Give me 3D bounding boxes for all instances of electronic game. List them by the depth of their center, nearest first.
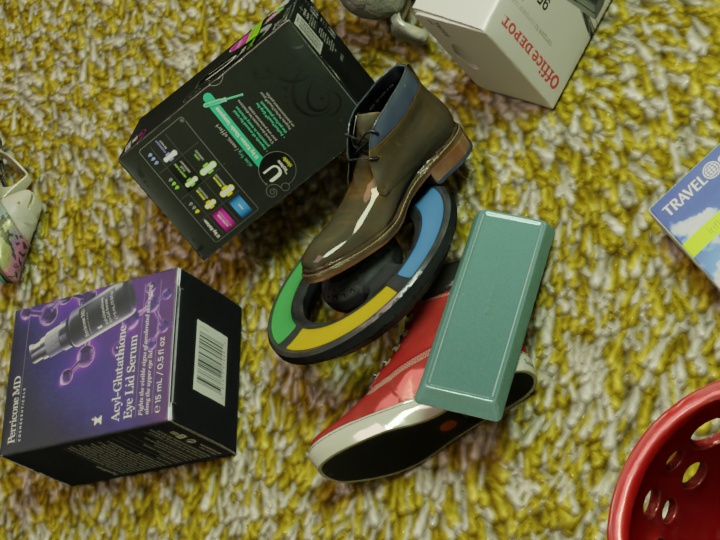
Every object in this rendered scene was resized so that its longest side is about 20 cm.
[{"bbox_3d":[0.000,0.000,1.340,0.199,0.042,0.201,-35,26,20],"label":"electronic game"}]

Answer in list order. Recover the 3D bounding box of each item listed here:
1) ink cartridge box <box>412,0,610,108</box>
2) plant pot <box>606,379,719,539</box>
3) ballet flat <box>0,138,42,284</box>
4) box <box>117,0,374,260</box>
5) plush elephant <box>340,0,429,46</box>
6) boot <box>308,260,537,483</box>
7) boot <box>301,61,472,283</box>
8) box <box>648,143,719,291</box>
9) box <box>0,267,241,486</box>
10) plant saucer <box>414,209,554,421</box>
[{"bbox_3d":[0.150,-0.261,1.344,0.084,0.144,0.201,24,83,38],"label":"ink cartridge box"},{"bbox_3d":[0.282,0.186,1.014,0.199,0.182,0.202,-15,60,28],"label":"plant pot"},{"bbox_3d":[-0.375,-0.075,1.662,0.071,0.069,0.201,-27,52,-4],"label":"ballet flat"},{"bbox_3d":[-0.097,-0.133,1.422,0.199,0.125,0.149,-37,14,14],"label":"box"},{"bbox_3d":[0.022,-0.300,1.444,0.200,0.164,0.156,-50,29,40],"label":"plush elephant"},{"bbox_3d":[0.034,0.077,1.308,0.199,0.072,0.145,-29,54,9],"label":"boot"},{"bbox_3d":[0.002,-0.083,1.317,0.200,0.097,0.074,-46,27,-26],"label":"boot"},{"bbox_3d":[0.310,-0.030,1.189,0.122,0.048,0.200,-43,52,9],"label":"box"},{"bbox_3d":[-0.216,0.101,1.439,0.198,0.104,0.149,-15,61,27],"label":"box"},{"bbox_3d":[0.101,0.029,1.260,0.069,0.019,0.201,12,53,12],"label":"plant saucer"}]
